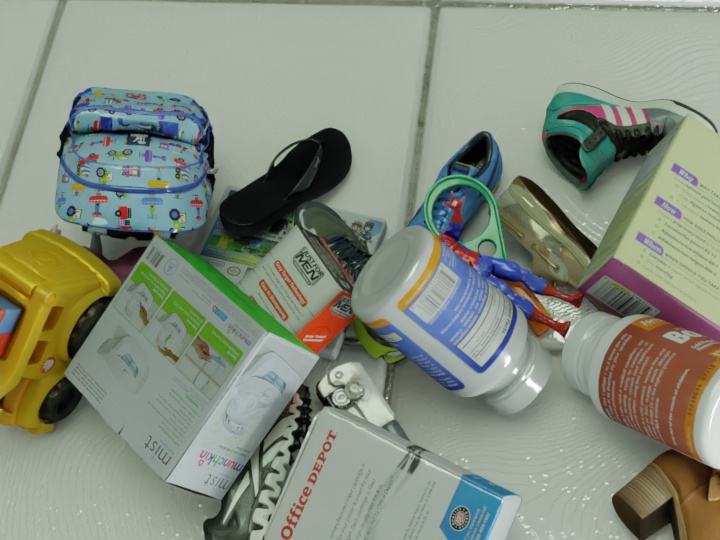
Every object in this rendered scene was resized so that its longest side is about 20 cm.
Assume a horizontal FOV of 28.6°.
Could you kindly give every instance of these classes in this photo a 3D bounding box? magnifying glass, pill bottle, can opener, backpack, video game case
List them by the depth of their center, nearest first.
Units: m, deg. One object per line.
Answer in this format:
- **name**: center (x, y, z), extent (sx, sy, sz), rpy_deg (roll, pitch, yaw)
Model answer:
- **pill bottle**: center (0.295, 0.108, 1.380), extent (0.112, 0.113, 0.200), rpy_deg (-42, 37, -20)
- **pill bottle**: center (0.096, 0.056, 1.418), extent (0.112, 0.200, 0.112), rpy_deg (-41, 24, 23)
- **can opener**: center (0.025, 0.179, 1.431), extent (0.052, 0.067, 0.200), rpy_deg (-31, 67, -11)
- **magnifying glass**: center (0.142, -0.016, 1.525), extent (0.079, 0.022, 0.200), rpy_deg (-35, 78, -1)
- **backpack**: center (-0.247, -0.112, 1.547), extent (0.181, 0.135, 0.200), rpy_deg (5, 20, -6)
- **video game case**: center (-0.091, -0.001, 1.584), extent (0.199, 0.022, 0.183), rpy_deg (13, 59, 16)

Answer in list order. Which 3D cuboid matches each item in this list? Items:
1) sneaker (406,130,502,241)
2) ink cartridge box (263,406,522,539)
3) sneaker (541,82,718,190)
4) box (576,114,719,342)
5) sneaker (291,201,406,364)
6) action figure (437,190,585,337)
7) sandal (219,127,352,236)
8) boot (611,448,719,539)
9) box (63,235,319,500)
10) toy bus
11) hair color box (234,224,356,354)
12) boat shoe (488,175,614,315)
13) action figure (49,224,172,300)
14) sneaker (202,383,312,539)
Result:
- **sneaker**: center (0.095, -0.073, 1.576), extent (0.066, 0.079, 0.201), rpy_deg (25, 64, 20)
- **ink cartridge box**: center (0.030, 0.237, 1.339), extent (0.199, 0.086, 0.147), rpy_deg (25, 91, 23)
- **sneaker**: center (0.290, -0.140, 1.590), extent (0.199, 0.084, 0.121), rpy_deg (15, 54, 25)
- **box**: center (0.352, -0.024, 1.463), extent (0.175, 0.097, 0.201), rpy_deg (33, 64, -2)
- **sneaker**: center (0.000, 0.000, 1.510), extent (0.074, 0.081, 0.200), rpy_deg (-32, 76, -27)
- **action figure**: center (0.136, -0.009, 1.465), extent (0.199, 0.099, 0.065), rpy_deg (24, 67, 12)
- **sandal**: center (-0.079, -0.108, 1.619), extent (0.076, 0.043, 0.200), rpy_deg (26, 50, 27)
- **boot**: center (0.356, 0.245, 1.343), extent (0.155, 0.077, 0.200), rpy_deg (-29, 50, -17)
- **box**: center (-0.173, 0.095, 1.401), extent (0.200, 0.097, 0.177), rpy_deg (36, 94, 39)
- **toy bus**: center (-0.360, 0.072, 1.429), extent (0.135, 0.192, 0.201), rpy_deg (31, 105, 15)
- **hair color box**: center (-0.098, 0.061, 1.468), extent (0.200, 0.061, 0.102), rpy_deg (-44, 58, 13)
- **boat shoe**: center (0.217, -0.012, 1.532), extent (0.065, 0.072, 0.200), rpy_deg (-46, 70, 19)
- **action figure**: center (-0.294, 0.013, 1.573), extent (0.199, 0.150, 0.134), rpy_deg (5, 15, 29)
- **sneaker**: center (-0.108, 0.196, 1.426), extent (0.090, 0.067, 0.201), rpy_deg (10, 60, 11)
